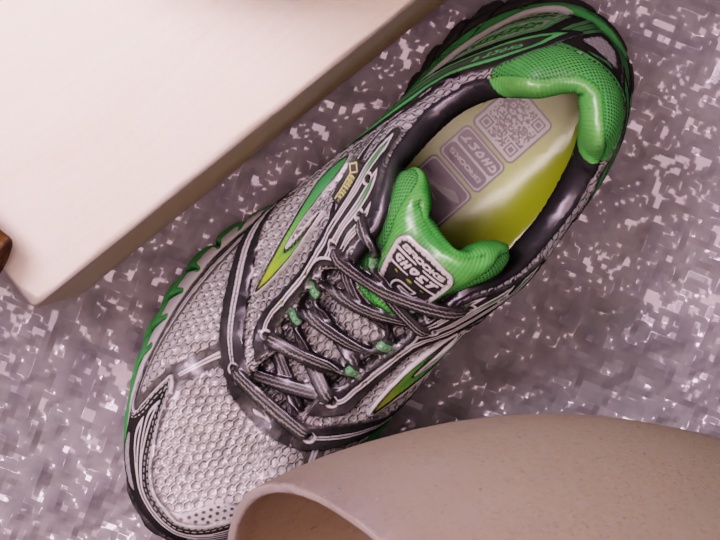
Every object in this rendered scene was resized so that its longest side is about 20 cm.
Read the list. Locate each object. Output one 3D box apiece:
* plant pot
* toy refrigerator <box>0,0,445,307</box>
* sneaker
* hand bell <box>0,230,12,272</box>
[{"bbox_3d":[0.071,0.119,0.782,0.134,0.200,0.201,-28,97,-23],"label":"plant pot"},{"bbox_3d":[-0.034,-0.081,0.804,0.200,0.070,0.076,-39,88,6],"label":"toy refrigerator"},{"bbox_3d":[0.000,0.000,0.805,0.078,0.085,0.200,40,99,-4],"label":"sneaker"},{"bbox_3d":[-0.187,-0.047,0.779,0.199,0.104,0.105,29,99,7],"label":"hand bell"}]
